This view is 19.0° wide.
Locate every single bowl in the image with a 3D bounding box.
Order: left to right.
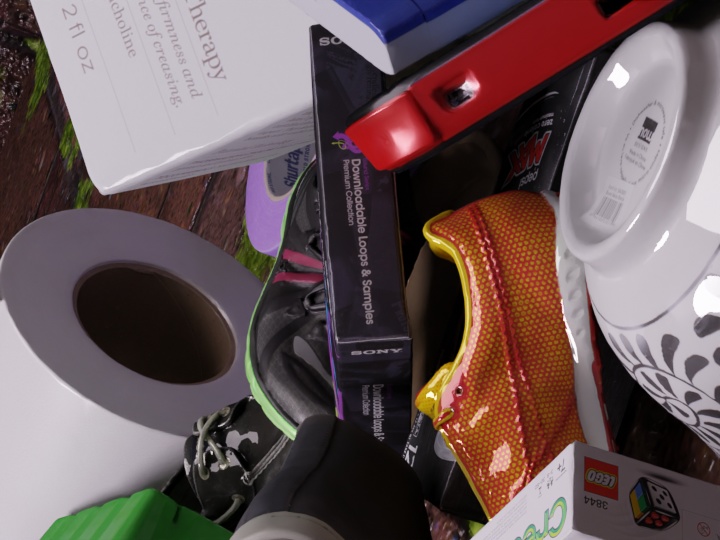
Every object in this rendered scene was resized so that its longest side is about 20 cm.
[{"bbox_3d":[0.131,-0.032,0.762,0.201,0.094,0.202,-161,90,-73],"label":"bowl"}]

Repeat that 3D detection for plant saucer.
[{"bbox_3d":[0.037,0.028,1.095,0.200,0.029,0.201,-162,90,-72],"label":"plant saucer"}]

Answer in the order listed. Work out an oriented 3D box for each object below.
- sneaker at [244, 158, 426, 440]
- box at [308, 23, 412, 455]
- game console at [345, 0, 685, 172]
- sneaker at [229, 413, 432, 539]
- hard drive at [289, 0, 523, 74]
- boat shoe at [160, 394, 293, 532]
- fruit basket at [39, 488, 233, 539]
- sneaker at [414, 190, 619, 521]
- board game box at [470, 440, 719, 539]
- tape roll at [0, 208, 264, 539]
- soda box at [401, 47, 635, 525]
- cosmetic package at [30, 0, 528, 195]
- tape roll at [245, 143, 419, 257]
[{"bbox_3d":[-0.010,0.004,1.091,0.084,0.076,0.201,123,156,-49],"label":"sneaker"},{"bbox_3d":[0.000,0.000,0.949,0.200,0.036,0.144,92,173,-67],"label":"box"},{"bbox_3d":[0.090,-0.106,0.810,0.199,0.031,0.177,-31,7,14],"label":"game console"},{"bbox_3d":[0.020,0.156,0.856,0.074,0.201,0.106,-17,20,22],"label":"sneaker"},{"bbox_3d":[0.059,-0.159,0.873,0.132,0.199,0.025,41,157,47],"label":"hard drive"},{"bbox_3d":[-0.065,0.109,1.178,0.200,0.063,0.071,126,154,-47],"label":"boat shoe"},{"bbox_3d":[-0.135,0.238,1.160,0.216,0.155,0.216,-50,19,25],"label":"fruit basket"},{"bbox_3d":[0.064,0.071,0.830,0.073,0.077,0.202,55,-154,-75],"label":"sneaker"},{"bbox_3d":[0.076,0.132,0.715,0.200,0.125,0.035,128,154,-48],"label":"board game box"},{"bbox_3d":[-0.150,0.079,1.330,0.203,0.201,0.140,-96,29,-51],"label":"tape roll"},{"bbox_3d":[0.083,0.009,0.901,0.063,0.070,0.201,-158,86,-72],"label":"soda box"},{"bbox_3d":[-0.035,-0.153,1.038,0.199,0.166,0.168,-22,88,27],"label":"cosmetic package"},{"bbox_3d":[-0.001,-0.097,1.272,0.200,0.065,0.201,-161,90,-73],"label":"tape roll"}]
